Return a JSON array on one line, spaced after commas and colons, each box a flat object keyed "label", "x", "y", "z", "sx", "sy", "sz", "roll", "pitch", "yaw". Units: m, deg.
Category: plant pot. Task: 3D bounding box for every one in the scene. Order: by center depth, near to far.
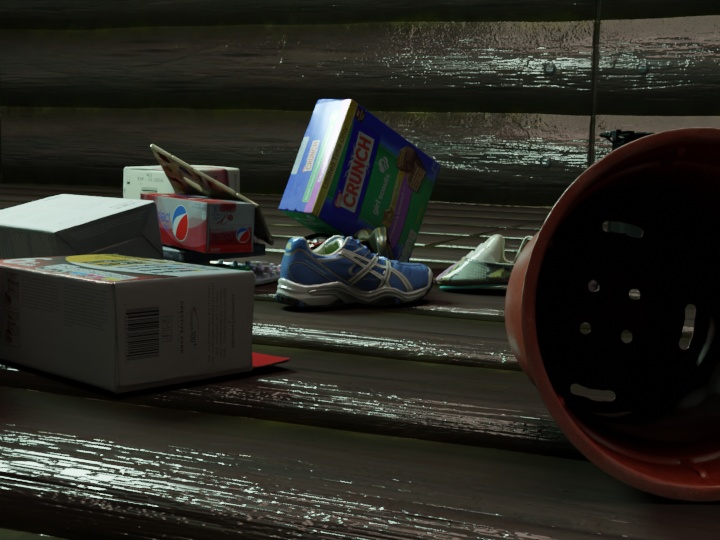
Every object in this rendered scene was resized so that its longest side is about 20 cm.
[{"label": "plant pot", "x": 0.179, "y": 0.026, "z": 0.738, "sx": 0.200, "sy": 0.201, "sz": 0.195, "roll": 1, "pitch": -2, "yaw": -3}]

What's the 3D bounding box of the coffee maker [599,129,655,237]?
[{"label": "coffee maker", "x": 0.416, "y": -0.100, "z": 1.752, "sx": 0.192, "sy": 0.201, "sz": 0.135, "roll": 1, "pitch": 4, "yaw": -21}]

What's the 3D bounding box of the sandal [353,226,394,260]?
[{"label": "sandal", "x": 0.007, "y": -0.016, "z": 1.499, "sx": 0.054, "sy": 0.082, "sz": 0.200, "roll": -17, "pitch": 11, "yaw": -9}]

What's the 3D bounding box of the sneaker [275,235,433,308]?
[{"label": "sneaker", "x": 0.000, "y": 0.000, "z": 1.345, "sx": 0.200, "sy": 0.077, "sz": 0.076, "roll": -1, "pitch": 5, "yaw": -34}]

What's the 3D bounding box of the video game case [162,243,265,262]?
[{"label": "video game case", "x": -0.247, "y": -0.032, "z": 1.605, "sx": 0.200, "sy": 0.019, "sz": 0.143, "roll": 8, "pitch": 10, "yaw": 40}]

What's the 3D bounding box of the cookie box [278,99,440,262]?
[{"label": "cookie box", "x": 0.002, "y": -0.115, "z": 1.645, "sx": 0.075, "sy": 0.172, "sz": 0.200, "roll": 5, "pitch": -19, "yaw": 46}]

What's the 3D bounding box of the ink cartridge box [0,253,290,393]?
[{"label": "ink cartridge box", "x": -0.182, "y": 0.035, "z": 0.979, "sx": 0.175, "sy": 0.084, "sz": 0.200, "roll": -5, "pitch": 8, "yaw": -45}]

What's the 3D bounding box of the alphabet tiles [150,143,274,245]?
[{"label": "alphabet tiles", "x": -0.188, "y": -0.086, "z": 1.587, "sx": 0.167, "sy": 0.008, "sz": 0.200, "roll": 30, "pitch": -14, "yaw": 14}]

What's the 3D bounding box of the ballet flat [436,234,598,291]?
[{"label": "ballet flat", "x": 0.194, "y": -0.008, "z": 1.474, "sx": 0.199, "sy": 0.071, "sz": 0.069, "roll": 3, "pitch": 8, "yaw": 14}]

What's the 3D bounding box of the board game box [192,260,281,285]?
[{"label": "board game box", "x": -0.193, "y": -0.006, "z": 1.584, "sx": 0.199, "sy": 0.026, "sz": 0.200, "roll": 4, "pitch": 7, "yaw": 24}]

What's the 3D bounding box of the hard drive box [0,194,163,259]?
[{"label": "hard drive box", "x": -0.372, "y": -0.040, "z": 1.502, "sx": 0.200, "sy": 0.077, "sz": 0.156, "roll": 8, "pitch": 21, "yaw": 42}]

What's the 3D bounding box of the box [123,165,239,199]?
[{"label": "box", "x": -0.307, "y": -0.116, "z": 2.072, "sx": 0.109, "sy": 0.128, "sz": 0.200, "roll": 5, "pitch": 8, "yaw": 28}]

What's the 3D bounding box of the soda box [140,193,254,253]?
[{"label": "soda box", "x": -0.212, "y": -0.062, "z": 1.522, "sx": 0.070, "sy": 0.064, "sz": 0.200, "roll": -2, "pitch": 7, "yaw": -34}]

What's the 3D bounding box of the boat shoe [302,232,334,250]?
[{"label": "boat shoe", "x": -0.058, "y": -0.011, "z": 1.509, "sx": 0.073, "sy": 0.063, "sz": 0.201, "roll": 4, "pitch": 8, "yaw": 3}]
